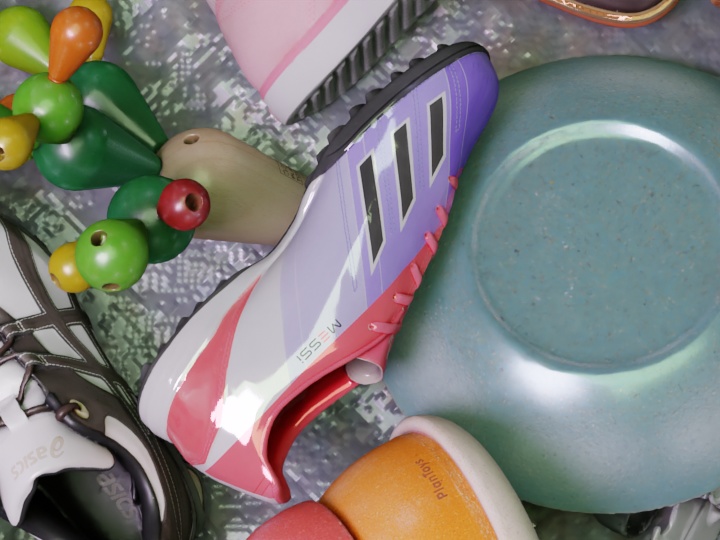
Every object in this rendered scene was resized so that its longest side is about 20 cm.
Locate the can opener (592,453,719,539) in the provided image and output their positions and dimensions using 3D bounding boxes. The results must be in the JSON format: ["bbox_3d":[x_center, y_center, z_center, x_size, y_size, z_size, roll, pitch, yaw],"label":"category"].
[{"bbox_3d":[0.107,0.138,0.838,0.066,0.053,0.200,20,82,35],"label":"can opener"}]

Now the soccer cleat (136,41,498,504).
[{"bbox_3d":[0.000,0.000,0.806,0.073,0.068,0.200,37,82,22],"label":"soccer cleat"}]

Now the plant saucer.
[{"bbox_3d":[0.097,-0.004,0.827,0.201,0.039,0.201,-3,70,8],"label":"plant saucer"}]

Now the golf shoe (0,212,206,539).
[{"bbox_3d":[-0.132,0.044,0.804,0.078,0.094,0.200,-42,101,4],"label":"golf shoe"}]

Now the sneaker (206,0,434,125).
[{"bbox_3d":[0.003,-0.155,0.818,0.200,0.075,0.105,-41,80,35],"label":"sneaker"}]

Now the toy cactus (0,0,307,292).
[{"bbox_3d":[-0.092,-0.053,0.823,0.165,0.200,0.102,16,105,-32],"label":"toy cactus"}]

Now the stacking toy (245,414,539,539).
[{"bbox_3d":[-0.033,0.146,0.766,0.200,0.146,0.146,-16,83,-17],"label":"stacking toy"}]

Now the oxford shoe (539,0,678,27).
[{"bbox_3d":[0.055,-0.177,0.855,0.200,0.073,0.071,41,86,5],"label":"oxford shoe"}]

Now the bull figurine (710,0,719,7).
[{"bbox_3d":[0.208,-0.049,0.808,0.121,0.065,0.200,5,62,-22],"label":"bull figurine"}]
